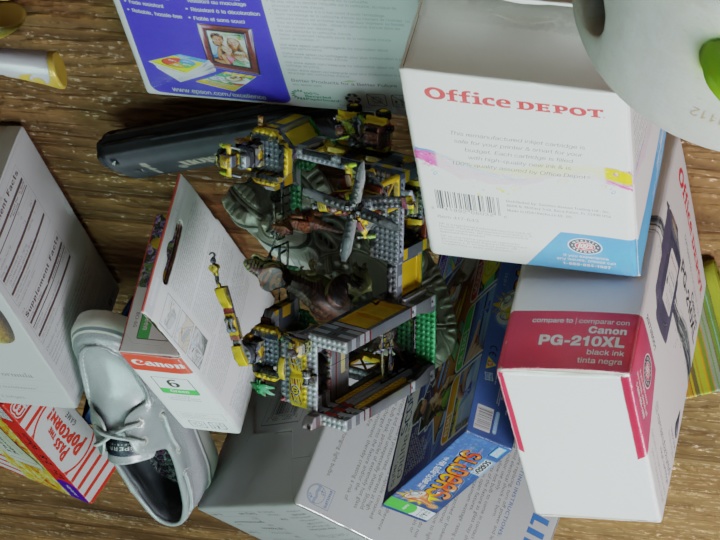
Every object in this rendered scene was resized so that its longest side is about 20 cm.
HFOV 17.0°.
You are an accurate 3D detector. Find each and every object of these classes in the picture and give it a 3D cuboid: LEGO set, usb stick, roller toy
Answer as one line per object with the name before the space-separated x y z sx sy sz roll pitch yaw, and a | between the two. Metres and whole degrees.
LEGO set | -0.034 0.005 1.448 0.154 0.116 0.200 22 119 28
usb stick | -0.082 -0.088 1.556 0.200 0.033 0.055 -7 172 33
roller toy | 0.203 -0.156 1.194 0.182 0.200 0.140 46 154 19

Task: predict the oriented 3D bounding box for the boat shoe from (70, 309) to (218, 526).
boat shoe | -0.159 0.112 1.741 0.070 0.072 0.201 -2 138 23

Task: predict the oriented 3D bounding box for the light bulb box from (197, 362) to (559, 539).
light bulb box | 0.017 0.162 1.783 0.200 0.125 0.198 28 164 -20

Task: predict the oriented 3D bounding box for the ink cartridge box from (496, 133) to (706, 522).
ink cartridge box | 0.152 0.032 1.478 0.084 0.200 0.145 1 138 18

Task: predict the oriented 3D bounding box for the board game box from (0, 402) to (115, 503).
board game box | -0.304 0.100 1.892 0.200 0.046 0.152 17 154 35

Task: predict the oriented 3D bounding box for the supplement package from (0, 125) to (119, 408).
supplement package | -0.268 -0.003 1.707 0.114 0.110 0.200 3 146 21

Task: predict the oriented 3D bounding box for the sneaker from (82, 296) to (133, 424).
sneaker | -0.155 0.076 1.829 0.078 0.070 0.200 16 154 -12

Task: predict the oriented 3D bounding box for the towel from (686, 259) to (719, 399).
towel | 0.156 0.057 1.615 0.200 0.086 0.018 -14 177 21

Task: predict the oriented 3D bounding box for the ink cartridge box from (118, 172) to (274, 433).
ink cartridge box | -0.122 0.024 1.662 0.050 0.109 0.200 4 155 20

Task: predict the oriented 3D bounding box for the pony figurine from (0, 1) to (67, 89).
pony figurine | -0.301 -0.158 1.465 0.200 0.167 0.193 -9 152 9

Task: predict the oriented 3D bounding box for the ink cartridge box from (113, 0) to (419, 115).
ink cartridge box | -0.052 -0.169 1.412 0.198 0.043 0.200 6 149 15

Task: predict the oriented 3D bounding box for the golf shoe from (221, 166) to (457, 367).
golf shoe | 0.000 0.000 1.580 0.200 0.078 0.097 46 178 28

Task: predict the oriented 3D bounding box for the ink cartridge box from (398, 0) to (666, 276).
ink cartridge box | 0.104 -0.108 1.363 0.129 0.125 0.200 8 147 13

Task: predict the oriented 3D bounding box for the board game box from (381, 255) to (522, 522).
board game box | 0.073 0.048 1.550 0.034 0.200 0.135 22 149 -13
